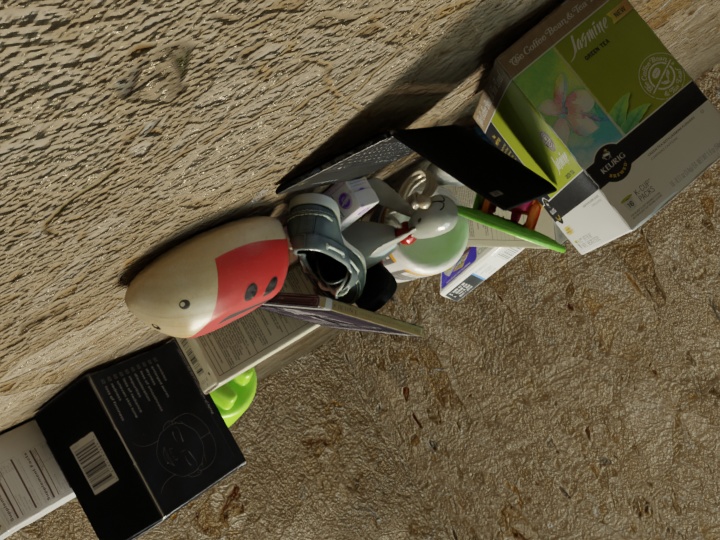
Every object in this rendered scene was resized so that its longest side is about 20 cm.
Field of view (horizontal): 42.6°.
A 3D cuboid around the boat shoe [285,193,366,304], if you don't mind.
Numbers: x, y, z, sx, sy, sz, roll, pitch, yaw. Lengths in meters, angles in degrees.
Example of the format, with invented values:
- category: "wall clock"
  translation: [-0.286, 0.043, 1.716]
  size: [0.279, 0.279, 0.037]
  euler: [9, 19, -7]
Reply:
- category: "boat shoe"
  translation: [-0.037, -0.004, 0.977]
  size: [0.071, 0.063, 0.201]
  euler: [-3, 151, 9]

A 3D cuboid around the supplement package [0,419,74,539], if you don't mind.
- category: "supplement package"
  translation: [-0.435, 0.267, 1.204]
  size: [0.113, 0.111, 0.199]
  euler: [-35, 175, 30]

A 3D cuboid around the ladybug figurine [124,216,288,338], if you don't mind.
- category: "ladybug figurine"
  translation: [-0.132, 0.009, 0.871]
  size: [0.135, 0.073, 0.199]
  euler: [-37, 174, 35]

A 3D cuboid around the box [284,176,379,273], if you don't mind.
- category: "box"
  translation: [-0.063, -0.038, 1.035]
  size: [0.199, 0.039, 0.041]
  euler: [-37, 173, 35]

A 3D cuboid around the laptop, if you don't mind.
- category: "laptop"
  translation: [0.056, -0.076, 0.858]
  size: [0.197, 0.105, 0.177]
  euler: [-23, 179, 28]

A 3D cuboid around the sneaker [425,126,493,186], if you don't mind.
- category: "sneaker"
  translation: [0.159, -0.153, 1.213]
  size: [0.198, 0.076, 0.086]
  euler: [-17, 173, -41]

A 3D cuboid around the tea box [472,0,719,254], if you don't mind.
- category: "tea box"
  translation: [0.224, -0.141, 0.899]
  size: [0.133, 0.198, 0.200]
  euler: [-39, 176, -3]

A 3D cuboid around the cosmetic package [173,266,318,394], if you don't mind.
- category: "cosmetic package"
  translation: [-0.133, 0.062, 1.190]
  size: [0.198, 0.105, 0.087]
  euler: [-28, 177, -27]

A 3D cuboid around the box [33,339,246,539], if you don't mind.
- category: "box"
  translation: [-0.283, 0.222, 1.214]
  size: [0.123, 0.202, 0.196]
  euler: [-33, 175, 27]

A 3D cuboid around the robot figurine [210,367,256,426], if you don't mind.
- category: "robot figurine"
  translation: [-0.221, 0.178, 1.382]
  size: [0.177, 0.115, 0.200]
  euler: [-59, -175, -27]

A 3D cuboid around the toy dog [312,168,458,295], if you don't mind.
- category: "toy dog"
  translation: [0.006, -0.050, 1.069]
  size: [0.199, 0.133, 0.096]
  euler: [-39, 131, 14]

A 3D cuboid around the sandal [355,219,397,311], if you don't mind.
- category: "sandal"
  translation: [0.000, 0.000, 1.158]
  size: [0.075, 0.045, 0.201]
  euler: [-42, -146, 7]

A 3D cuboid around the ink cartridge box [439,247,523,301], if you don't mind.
- category: "ink cartridge box"
  translation: [0.197, -0.083, 1.441]
  size: [0.198, 0.043, 0.203]
  euler: [-44, -148, 44]

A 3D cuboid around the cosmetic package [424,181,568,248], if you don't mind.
- category: "cosmetic package"
  translation: [0.191, -0.090, 1.277]
  size: [0.197, 0.107, 0.071]
  euler: [5, -159, 37]

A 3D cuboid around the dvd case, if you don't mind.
- category: "dvd case"
  translation: [-0.040, 0.049, 1.067]
  size: [0.147, 0.016, 0.198]
  euler: [3, 170, 39]

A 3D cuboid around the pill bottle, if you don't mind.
- category: "pill bottle"
  translation: [0.059, -0.044, 1.239]
  size: [0.115, 0.118, 0.200]
  euler: [-30, -176, -17]

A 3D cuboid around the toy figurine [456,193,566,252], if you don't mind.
- category: "toy figurine"
  translation: [0.206, -0.134, 1.102]
  size: [0.200, 0.148, 0.188]
  euler: [-3, 113, -74]
